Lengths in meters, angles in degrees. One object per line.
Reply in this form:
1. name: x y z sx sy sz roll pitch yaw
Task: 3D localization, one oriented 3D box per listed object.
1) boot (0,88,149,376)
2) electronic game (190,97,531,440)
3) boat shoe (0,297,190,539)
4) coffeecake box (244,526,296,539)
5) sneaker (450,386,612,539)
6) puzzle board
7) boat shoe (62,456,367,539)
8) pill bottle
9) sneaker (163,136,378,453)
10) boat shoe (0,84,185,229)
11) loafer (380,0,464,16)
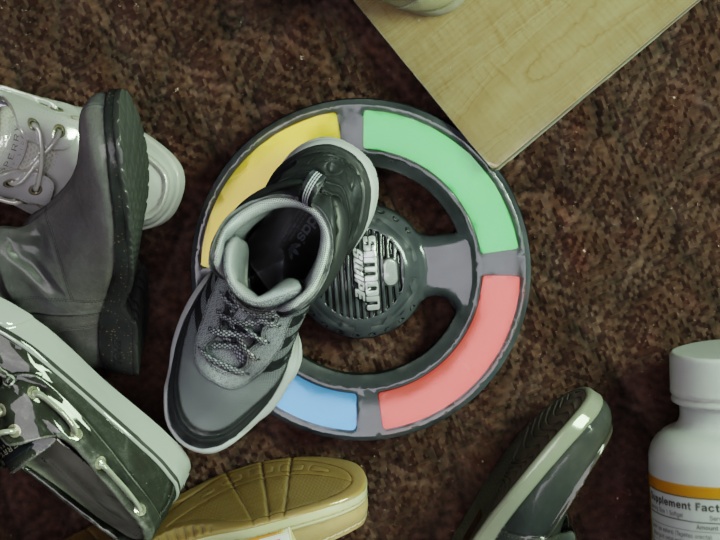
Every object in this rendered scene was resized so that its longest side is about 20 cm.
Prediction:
1. boot: -0.187 -0.017 1.246 0.131 0.070 0.201 6 128 1
2. electronic game: 0.000 0.000 1.290 0.199 0.042 0.201 0 96 3
3. boat shoe: -0.185 0.081 1.253 0.200 0.064 0.071 38 140 -13
4. coffeecake box: -0.110 0.238 1.266 0.199 0.154 0.073 -16 51 5
5. sneaker: 0.113 0.169 1.295 0.106 0.075 0.200 31 106 -5
6. puzzle board: 0.106 -0.177 1.266 0.200 0.017 0.151 -40 82 6
7. boat shoe: -0.085 0.168 1.306 0.199 0.074 0.069 -17 114 5
8. pill bottle: 0.221 0.143 1.260 0.110 0.111 0.201 -3 96 3
9. sneaker: -0.063 0.020 1.224 0.075 0.114 0.201 30 103 5
10. boat shoe: -0.201 -0.069 1.278 0.199 0.069 0.071 17 95 0
11. loafer: -0.031 -0.198 1.246 0.199 0.068 0.076 16 93 10
